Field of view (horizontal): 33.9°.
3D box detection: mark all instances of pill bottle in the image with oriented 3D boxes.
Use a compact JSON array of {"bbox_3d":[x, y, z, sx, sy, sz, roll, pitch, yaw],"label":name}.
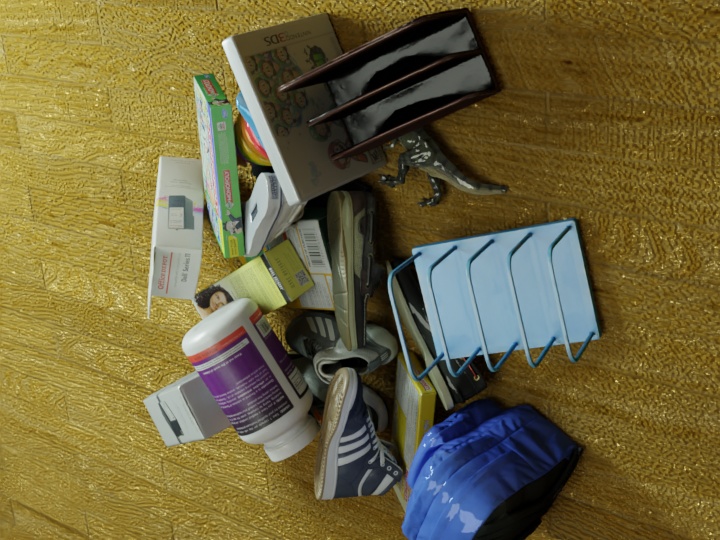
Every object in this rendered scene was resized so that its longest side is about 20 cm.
[{"bbox_3d":[-0.137,0.144,1.530,0.112,0.112,0.201,-22,103,44],"label":"pill bottle"}]

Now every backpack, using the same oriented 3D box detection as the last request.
[{"bbox_3d":[0.135,0.263,1.410,0.167,0.199,0.164,33,128,25],"label":"backpack"}]

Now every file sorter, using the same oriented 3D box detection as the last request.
[{"bbox_3d":[0.148,0.039,1.314,0.198,0.123,0.140,-10,102,24],"label":"file sorter"}]

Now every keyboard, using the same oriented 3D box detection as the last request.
[{"bbox_3d":[-0.065,-0.139,1.530,0.199,0.021,0.128,29,131,27],"label":"keyboard"}]

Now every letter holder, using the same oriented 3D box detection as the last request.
[{"bbox_3d":[0.029,-0.200,1.301,0.199,0.142,0.101,-21,92,30],"label":"letter holder"}]

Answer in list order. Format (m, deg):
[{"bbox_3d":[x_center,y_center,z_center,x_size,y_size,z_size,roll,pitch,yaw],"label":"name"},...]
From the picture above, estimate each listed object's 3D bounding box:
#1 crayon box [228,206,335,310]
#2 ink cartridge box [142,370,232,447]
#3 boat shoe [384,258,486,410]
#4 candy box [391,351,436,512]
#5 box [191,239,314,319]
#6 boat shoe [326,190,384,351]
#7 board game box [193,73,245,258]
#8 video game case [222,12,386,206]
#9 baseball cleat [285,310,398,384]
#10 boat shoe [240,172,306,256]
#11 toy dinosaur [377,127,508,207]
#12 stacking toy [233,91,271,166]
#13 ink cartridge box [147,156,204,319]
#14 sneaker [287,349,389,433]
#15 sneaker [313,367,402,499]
[{"bbox_3d":[-0.094,-0.017,1.579,0.199,0.051,0.127,1,114,43],"label":"crayon box"},{"bbox_3d":[-0.206,0.177,1.670,0.084,0.144,0.200,63,154,-1],"label":"ink cartridge box"},{"bbox_3d":[0.090,0.070,1.464,0.203,0.063,0.074,63,177,16],"label":"boat shoe"},{"bbox_3d":[0.066,0.217,1.537,0.102,0.026,0.202,-123,32,-57],"label":"candy box"},{"bbox_3d":[-0.148,0.029,1.583,0.199,0.050,0.076,-29,93,48],"label":"box"},{"bbox_3d":[0.000,-0.001,1.471,0.072,0.065,0.203,-154,58,-72],"label":"boat shoe"},{"bbox_3d":[-0.181,-0.135,1.510,0.135,0.029,0.202,-122,27,-60],"label":"board game box"},{"bbox_3d":[-0.061,-0.193,1.387,0.024,0.182,0.202,-18,97,40],"label":"video game case"},{"bbox_3d":[-0.047,0.101,1.562,0.199,0.106,0.070,-1,113,43],"label":"baseball cleat"},{"bbox_3d":[-0.106,-0.070,1.475,0.200,0.069,0.072,128,135,-63],"label":"boat shoe"},{"bbox_3d":[0.075,-0.124,1.399,0.200,0.047,0.088,41,124,15],"label":"toy dinosaur"},{"bbox_3d":[-0.124,-0.170,1.493,0.117,0.110,0.200,56,150,-7],"label":"stacking toy"},{"bbox_3d":[-0.251,-0.042,1.610,0.118,0.067,0.201,109,162,-52],"label":"ink cartridge box"},{"bbox_3d":[-0.056,0.172,1.621,0.199,0.079,0.075,26,127,32],"label":"sneaker"},{"bbox_3d":[0.006,0.211,1.515,0.070,0.107,0.202,-105,22,-57],"label":"sneaker"}]
